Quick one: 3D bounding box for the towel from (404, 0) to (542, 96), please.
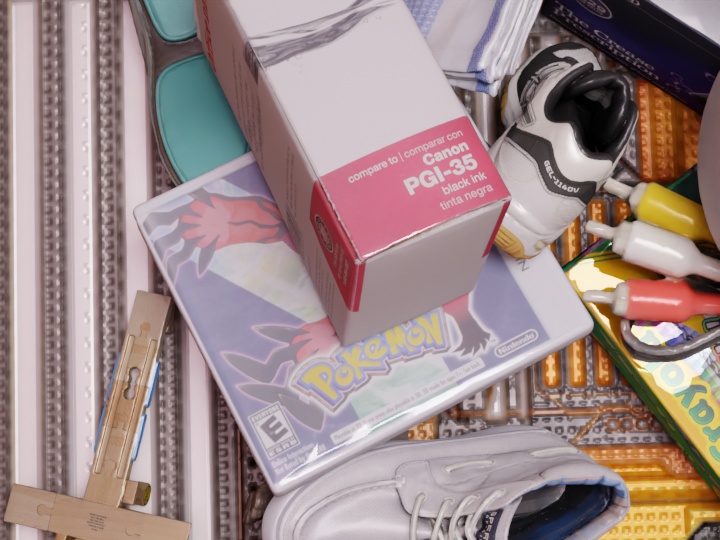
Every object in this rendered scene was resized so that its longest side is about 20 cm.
[{"bbox_3d":[0.029,-0.184,0.766,0.200,0.024,0.147,17,82,40],"label":"towel"}]

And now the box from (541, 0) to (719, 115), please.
[{"bbox_3d":[0.213,-0.144,0.758,0.200,0.141,0.079,33,86,4],"label":"box"}]

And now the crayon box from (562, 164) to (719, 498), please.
[{"bbox_3d":[0.222,0.046,0.775,0.119,0.058,0.200,-38,86,-2],"label":"crayon box"}]

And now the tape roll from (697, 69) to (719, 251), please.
[{"bbox_3d":[0.273,-0.057,0.648,0.202,0.071,0.203,1,98,4],"label":"tape roll"}]

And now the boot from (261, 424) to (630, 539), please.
[{"bbox_3d":[0.051,0.133,0.726,0.200,0.096,0.074,-13,101,-23],"label":"boot"}]

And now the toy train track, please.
[{"bbox_3d":[-0.147,0.113,0.802,0.114,0.033,0.201,11,80,9],"label":"toy train track"}]

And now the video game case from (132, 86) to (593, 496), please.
[{"bbox_3d":[0.000,0.000,0.728,0.200,0.023,0.182,-27,74,-8],"label":"video game case"}]

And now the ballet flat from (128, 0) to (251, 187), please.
[{"bbox_3d":[-0.102,-0.130,0.800,0.067,0.064,0.200,-15,81,-2],"label":"ballet flat"}]

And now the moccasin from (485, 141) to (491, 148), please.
[{"bbox_3d":[-0.014,-0.038,0.785,0.201,0.078,0.074,-9,88,1],"label":"moccasin"}]

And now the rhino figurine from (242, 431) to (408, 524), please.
[{"bbox_3d":[-0.024,0.146,0.780,0.087,0.060,0.201,12,89,-8],"label":"rhino figurine"}]

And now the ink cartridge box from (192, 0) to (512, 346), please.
[{"bbox_3d":[-0.012,-0.081,0.665,0.083,0.147,0.200,-23,74,-10],"label":"ink cartridge box"}]

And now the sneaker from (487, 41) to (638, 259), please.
[{"bbox_3d":[0.125,-0.084,0.734,0.076,0.200,0.088,38,127,-10],"label":"sneaker"}]

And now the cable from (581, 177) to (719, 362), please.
[{"bbox_3d":[0.219,0.011,0.704,0.199,0.050,0.097,10,82,15],"label":"cable"}]
